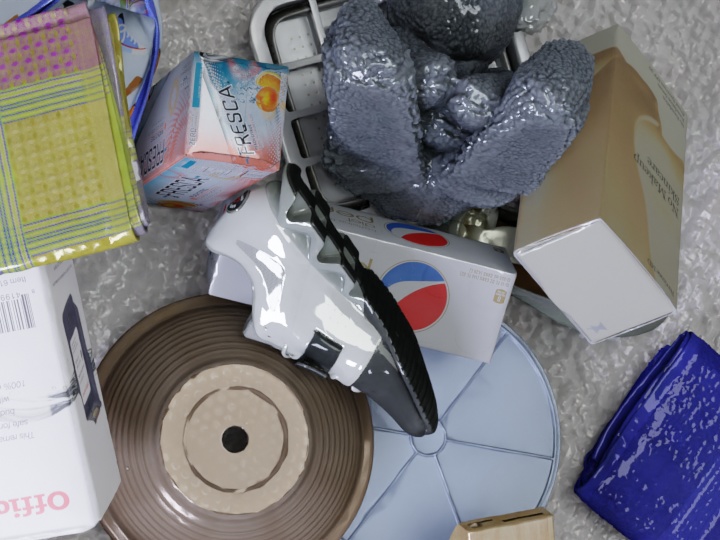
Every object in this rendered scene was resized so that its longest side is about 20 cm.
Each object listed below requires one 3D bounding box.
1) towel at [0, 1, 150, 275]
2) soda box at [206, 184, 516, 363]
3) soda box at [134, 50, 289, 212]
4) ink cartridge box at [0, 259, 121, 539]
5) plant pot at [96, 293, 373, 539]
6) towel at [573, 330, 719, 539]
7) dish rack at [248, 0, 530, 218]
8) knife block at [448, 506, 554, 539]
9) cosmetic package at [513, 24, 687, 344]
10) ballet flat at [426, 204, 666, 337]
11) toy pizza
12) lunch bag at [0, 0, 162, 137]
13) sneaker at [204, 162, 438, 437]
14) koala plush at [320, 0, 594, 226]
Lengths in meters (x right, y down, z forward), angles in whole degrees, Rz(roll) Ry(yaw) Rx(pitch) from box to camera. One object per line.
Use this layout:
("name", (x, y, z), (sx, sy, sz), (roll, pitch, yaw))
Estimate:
("towel", (-0.223, -0.063, 1.285), (0.199, 0.023, 0.144), (-15, 79, 6))
("soda box", (0.000, 0.000, 1.503), (0.199, 0.064, 0.068), (14, 106, -9))
("soda box", (-0.105, -0.086, 1.440), (0.063, 0.200, 0.069), (8, 81, -18))
("ink cartridge box", (-0.239, 0.061, 1.353), (0.144, 0.084, 0.201), (-10, 101, 6))
("plant pot", (-0.085, 0.112, 1.469), (0.200, 0.093, 0.202), (1, 84, -9))
("towel", (0.262, 0.159, 1.628), (0.200, 0.050, 0.148), (40, 81, -12))
("dish rack", (0.025, -0.128, 1.572), (0.199, 0.044, 0.173), (-17, 90, -19))
("knife block", (0.100, 0.278, 1.496), (0.064, 0.200, 0.176), (-9, 58, -20))
("cosmetic package", (0.168, -0.061, 1.535), (0.105, 0.071, 0.201), (46, 36, -33))
("ballet flat", (0.142, 0.000, 1.589), (0.199, 0.064, 0.068), (18, 79, -17))
("toy pizza", (0.043, 0.117, 1.560), (0.199, 0.032, 0.201), (2, 84, -15))
("lunch bag", (-0.182, -0.153, 1.393), (0.123, 0.200, 0.171), (17, 38, -18))
("sneaker", (-0.025, 0.034, 1.446), (0.088, 0.074, 0.200), (-32, 102, 14))
("koala plush", (0.056, -0.153, 1.498), (0.176, 0.184, 0.201), (9, 60, -7))
